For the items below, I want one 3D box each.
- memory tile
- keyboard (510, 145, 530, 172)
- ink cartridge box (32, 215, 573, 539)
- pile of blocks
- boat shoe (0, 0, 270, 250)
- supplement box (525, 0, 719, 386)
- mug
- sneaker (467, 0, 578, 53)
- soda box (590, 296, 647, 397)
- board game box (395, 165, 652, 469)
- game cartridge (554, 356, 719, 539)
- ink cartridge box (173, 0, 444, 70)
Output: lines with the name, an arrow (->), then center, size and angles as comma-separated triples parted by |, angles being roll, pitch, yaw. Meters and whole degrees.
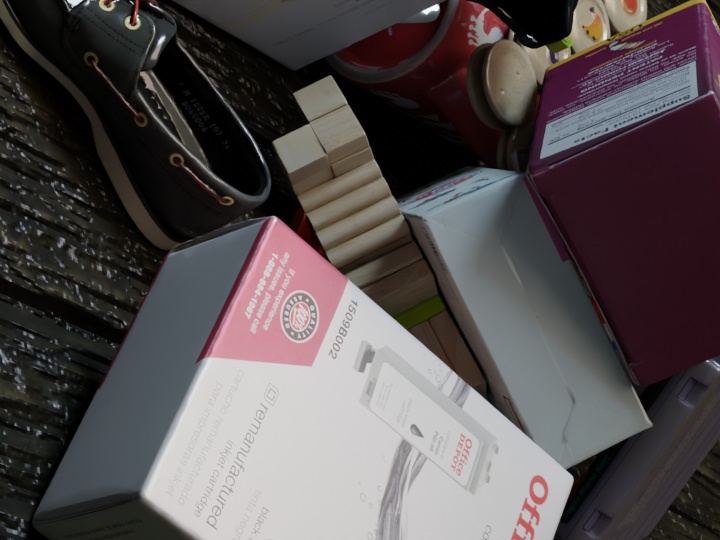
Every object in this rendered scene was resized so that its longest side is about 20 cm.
memory tile -> 0.136, -0.091, 1.307 | 0.200, 0.017, 0.153 | -37, 111, -47
keyboard -> 0.150, -0.056, 1.291 | 0.200, 0.011, 0.056 | -16, 90, -51
ink cartridge box -> -0.017, 0.096, 0.938 | 0.200, 0.083, 0.147 | 41, 55, -26
pile of blocks -> 0.000, 0.000, 1.177 | 0.200, 0.062, 0.082 | 64, -4, -3
boat shoe -> -0.113, -0.105, 1.031 | 0.201, 0.063, 0.074 | 58, 29, -16
supplement box -> 0.163, -0.048, 1.161 | 0.131, 0.103, 0.200 | 62, 16, -16
mug -> 0.085, -0.127, 1.333 | 0.178, 0.133, 0.200 | 39, 10, 38
sneaker -> 0.067, -0.185, 1.141 | 0.200, 0.072, 0.083 | 42, 36, -44
soda box -> 0.172, 0.044, 1.367 | 0.063, 0.070, 0.200 | 40, 0, 10
board game box -> 0.078, 0.021, 1.195 | 0.148, 0.064, 0.200 | 65, -5, -6
game cartridge -> 0.180, 0.097, 1.297 | 0.038, 0.200, 0.130 | 41, 18, 23
ink cartridge box -> -0.037, -0.205, 1.184 | 0.200, 0.125, 0.129 | 27, 46, -56
